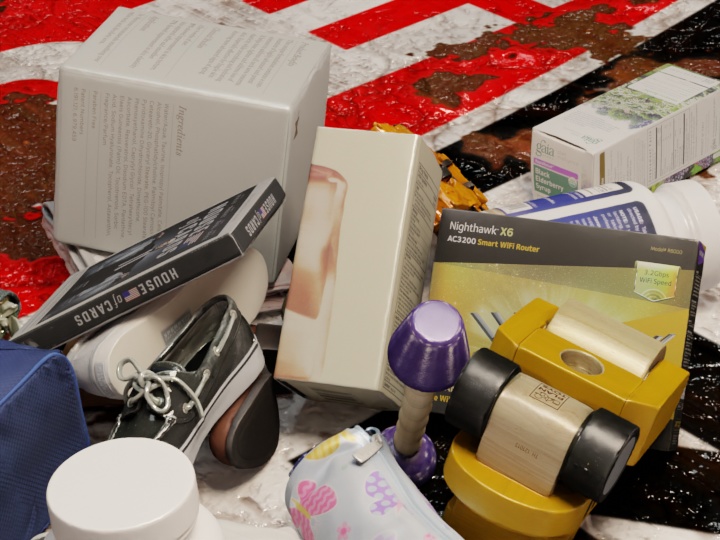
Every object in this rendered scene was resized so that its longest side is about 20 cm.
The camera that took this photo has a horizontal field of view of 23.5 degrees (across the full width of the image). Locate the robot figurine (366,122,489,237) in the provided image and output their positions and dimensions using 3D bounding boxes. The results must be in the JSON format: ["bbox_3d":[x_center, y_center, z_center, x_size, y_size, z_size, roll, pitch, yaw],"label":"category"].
[{"bbox_3d":[0.057,-0.071,1.502,0.145,0.058,0.200,48,8,13],"label":"robot figurine"}]

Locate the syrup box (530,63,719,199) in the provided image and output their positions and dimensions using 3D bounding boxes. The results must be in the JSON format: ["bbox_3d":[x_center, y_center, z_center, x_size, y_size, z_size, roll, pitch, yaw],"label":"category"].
[{"bbox_3d":[0.256,-0.120,1.632,0.200,0.082,0.079,-28,37,-33],"label":"syrup box"}]

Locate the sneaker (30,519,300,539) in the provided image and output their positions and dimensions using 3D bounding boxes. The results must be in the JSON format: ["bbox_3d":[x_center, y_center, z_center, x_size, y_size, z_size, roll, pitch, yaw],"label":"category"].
[{"bbox_3d":[-0.131,0.203,1.174,0.200,0.075,0.087,4,17,6],"label":"sneaker"}]

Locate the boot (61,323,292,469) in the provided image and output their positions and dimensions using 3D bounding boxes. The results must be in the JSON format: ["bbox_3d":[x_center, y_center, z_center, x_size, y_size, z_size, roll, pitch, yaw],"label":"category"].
[{"bbox_3d":[-0.159,0.091,1.345,0.200,0.069,0.188,1,32,9],"label":"boot"}]

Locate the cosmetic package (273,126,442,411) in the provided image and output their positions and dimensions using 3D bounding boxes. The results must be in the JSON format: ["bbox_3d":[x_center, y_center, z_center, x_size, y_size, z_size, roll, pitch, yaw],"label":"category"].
[{"bbox_3d":[0.000,0.000,1.340,0.087,0.103,0.200,7,77,16],"label":"cosmetic package"}]

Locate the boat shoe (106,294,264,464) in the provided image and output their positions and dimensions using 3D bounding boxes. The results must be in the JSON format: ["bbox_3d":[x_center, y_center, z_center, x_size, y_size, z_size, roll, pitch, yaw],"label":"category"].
[{"bbox_3d":[-0.137,0.092,1.226,0.074,0.068,0.199,6,39,38],"label":"boat shoe"}]

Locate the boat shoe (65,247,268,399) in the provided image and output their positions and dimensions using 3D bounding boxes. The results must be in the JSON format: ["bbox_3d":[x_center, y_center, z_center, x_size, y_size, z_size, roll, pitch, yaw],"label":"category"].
[{"bbox_3d":[-0.149,0.039,1.338,0.068,0.072,0.200,2,32,37],"label":"boat shoe"}]

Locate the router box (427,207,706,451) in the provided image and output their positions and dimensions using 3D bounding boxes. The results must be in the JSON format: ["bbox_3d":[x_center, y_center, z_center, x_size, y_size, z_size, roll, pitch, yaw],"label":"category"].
[{"bbox_3d":[0.150,0.043,1.307,0.200,0.158,0.052,7,-3,18],"label":"router box"}]

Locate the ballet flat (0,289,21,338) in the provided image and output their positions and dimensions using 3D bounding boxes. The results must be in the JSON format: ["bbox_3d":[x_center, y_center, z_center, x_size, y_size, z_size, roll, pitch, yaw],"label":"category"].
[{"bbox_3d":[-0.305,0.072,1.396,0.074,0.074,0.200,-5,35,-2],"label":"ballet flat"}]

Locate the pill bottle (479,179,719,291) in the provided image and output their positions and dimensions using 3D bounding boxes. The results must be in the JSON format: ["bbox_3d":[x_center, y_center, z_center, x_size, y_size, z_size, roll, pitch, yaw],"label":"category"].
[{"bbox_3d":[0.191,-0.010,1.427,0.200,0.116,0.116,-12,33,-14],"label":"pill bottle"}]

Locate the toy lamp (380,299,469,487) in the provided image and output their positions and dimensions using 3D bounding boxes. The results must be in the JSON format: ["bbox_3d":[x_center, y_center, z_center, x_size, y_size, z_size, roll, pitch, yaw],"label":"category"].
[{"bbox_3d":[0.039,0.086,1.203,0.058,0.200,0.058,4,57,-6],"label":"toy lamp"}]

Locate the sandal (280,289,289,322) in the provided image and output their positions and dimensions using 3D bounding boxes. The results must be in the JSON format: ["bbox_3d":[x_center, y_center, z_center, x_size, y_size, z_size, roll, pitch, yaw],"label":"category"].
[{"bbox_3d":[-0.026,-0.014,1.476,0.054,0.080,0.200,24,35,14],"label":"sandal"}]

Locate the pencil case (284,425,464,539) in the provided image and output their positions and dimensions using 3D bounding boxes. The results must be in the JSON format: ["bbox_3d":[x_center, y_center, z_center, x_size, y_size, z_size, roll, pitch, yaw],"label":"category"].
[{"bbox_3d":[0.027,0.187,1.148,0.083,0.091,0.200,29,11,-39],"label":"pencil case"}]

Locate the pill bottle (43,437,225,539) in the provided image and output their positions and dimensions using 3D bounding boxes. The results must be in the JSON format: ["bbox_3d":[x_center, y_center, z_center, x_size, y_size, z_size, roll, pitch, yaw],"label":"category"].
[{"bbox_3d":[-0.131,0.204,1.028,0.113,0.200,0.113,-3,31,2],"label":"pill bottle"}]

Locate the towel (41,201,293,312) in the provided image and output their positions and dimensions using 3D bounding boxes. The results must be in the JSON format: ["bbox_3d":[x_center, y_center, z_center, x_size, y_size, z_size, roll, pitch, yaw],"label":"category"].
[{"bbox_3d":[-0.165,-0.017,1.523,0.191,0.032,0.200,-5,30,-26],"label":"towel"}]

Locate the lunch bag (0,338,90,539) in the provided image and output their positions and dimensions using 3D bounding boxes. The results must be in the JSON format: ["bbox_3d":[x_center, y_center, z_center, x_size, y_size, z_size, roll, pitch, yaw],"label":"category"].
[{"bbox_3d":[-0.300,0.137,1.218,0.132,0.136,0.200,12,36,24],"label":"lunch bag"}]

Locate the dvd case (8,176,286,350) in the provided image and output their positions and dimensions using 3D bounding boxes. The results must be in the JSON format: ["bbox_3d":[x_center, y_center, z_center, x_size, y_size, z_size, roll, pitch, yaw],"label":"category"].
[{"bbox_3d":[-0.160,-0.002,1.327,0.200,0.025,0.150,-26,13,17],"label":"dvd case"}]

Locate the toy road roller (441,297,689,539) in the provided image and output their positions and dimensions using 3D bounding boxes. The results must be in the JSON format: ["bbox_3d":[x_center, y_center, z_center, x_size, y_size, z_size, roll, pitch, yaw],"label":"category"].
[{"bbox_3d":[0.129,0.120,1.197,0.123,0.146,0.200,27,29,17],"label":"toy road roller"}]

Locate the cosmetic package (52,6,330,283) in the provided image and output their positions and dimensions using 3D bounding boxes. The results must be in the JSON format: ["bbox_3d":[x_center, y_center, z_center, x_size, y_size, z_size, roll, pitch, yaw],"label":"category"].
[{"bbox_3d":[-0.144,-0.112,1.497,0.200,0.167,0.167,11,27,7],"label":"cosmetic package"}]
